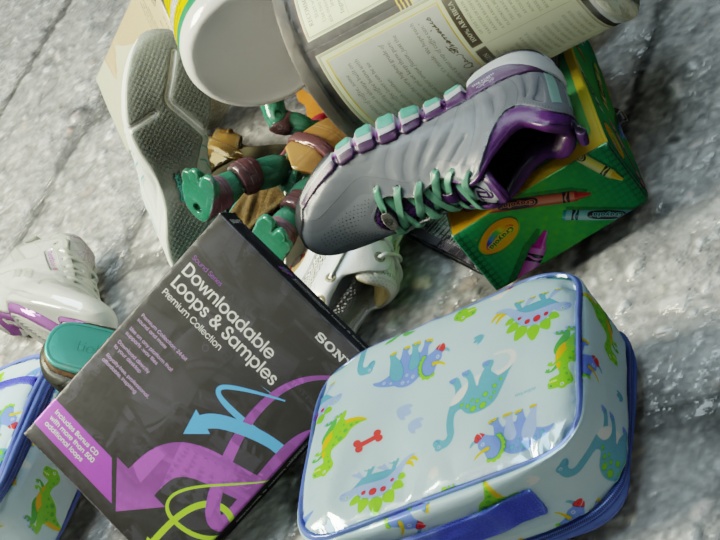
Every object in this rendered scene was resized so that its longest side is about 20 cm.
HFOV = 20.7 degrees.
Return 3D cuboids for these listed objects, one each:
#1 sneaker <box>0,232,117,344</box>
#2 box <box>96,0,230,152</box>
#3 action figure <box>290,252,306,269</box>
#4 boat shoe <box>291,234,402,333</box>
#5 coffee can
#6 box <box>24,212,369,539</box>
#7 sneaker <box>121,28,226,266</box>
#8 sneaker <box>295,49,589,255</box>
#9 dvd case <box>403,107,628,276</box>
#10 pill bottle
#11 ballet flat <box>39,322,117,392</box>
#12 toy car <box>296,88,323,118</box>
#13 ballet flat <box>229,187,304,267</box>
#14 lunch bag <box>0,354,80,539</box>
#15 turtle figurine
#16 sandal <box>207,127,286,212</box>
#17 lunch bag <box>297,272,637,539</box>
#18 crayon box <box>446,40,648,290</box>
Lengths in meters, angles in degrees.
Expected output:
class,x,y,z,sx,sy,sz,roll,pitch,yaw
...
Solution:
class,x,y,z,sx,sy,sz,roll,pitch,yaw
sneaker,-0.248,0.010,1.605,0.100,0.075,0.200,-52,33,-16
box,-0.144,-0.180,1.616,0.095,0.078,0.200,-19,-13,-27
action figure,-0.102,0.061,1.399,0.200,0.065,0.052,-46,-2,-7
boat shoe,0.000,0.000,1.365,0.069,0.071,0.200,26,80,37
coffee can,0.063,-0.188,1.305,0.200,0.146,0.147,-25,35,24
box,-0.102,0.082,1.275,0.200,0.143,0.036,-48,-10,8
sneaker,-0.150,-0.089,1.525,0.070,0.201,0.080,-15,18,-18
sneaker,0.047,-0.060,1.244,0.200,0.074,0.088,-34,39,12
dvd case,0.084,-0.078,1.416,0.149,0.016,0.200,-48,33,-9
pill bottle,-0.094,-0.222,1.448,0.113,0.113,0.200,-33,44,13
ballet flat,-0.121,0.082,1.341,0.199,0.068,0.068,16,56,14
toy car,-0.021,-0.211,1.593,0.177,0.184,0.201,25,98,56
ballet flat,-0.091,0.009,1.465,0.072,0.068,0.200,17,57,33
lunch bag,-0.288,0.151,1.449,0.200,0.082,0.161,-18,38,39
turtle figurine,-0.030,-0.090,1.445,0.149,0.101,0.200,21,48,32
sandal,-0.117,-0.088,1.607,0.080,0.054,0.200,-50,32,-15
lunch bag,0.061,0.101,1.154,0.200,0.082,0.161,-25,34,25
crayon box,0.111,-0.091,1.331,0.119,0.058,0.200,-31,34,16
